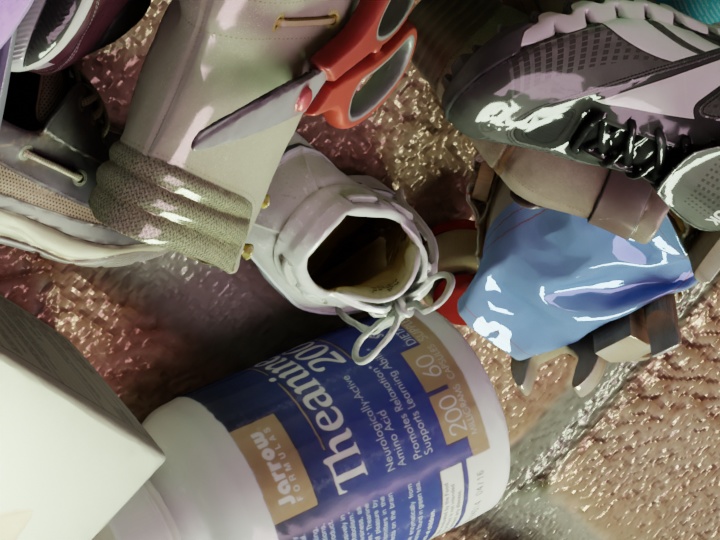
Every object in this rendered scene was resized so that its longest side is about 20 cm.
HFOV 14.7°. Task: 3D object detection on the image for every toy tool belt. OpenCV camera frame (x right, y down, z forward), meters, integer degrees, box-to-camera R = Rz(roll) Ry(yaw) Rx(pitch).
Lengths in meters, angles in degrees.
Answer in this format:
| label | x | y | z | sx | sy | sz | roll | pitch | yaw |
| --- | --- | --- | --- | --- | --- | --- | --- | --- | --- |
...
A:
| label | x | y | z | sx | sy | sz | roll | pitch | yaw |
| --- | --- | --- | --- | --- | --- | --- | --- | --- | --- |
| toy tool belt | 0.098 | -0.005 | 1.297 | 0.125 | 0.123 | 0.200 | 31 | 131 | -29 |

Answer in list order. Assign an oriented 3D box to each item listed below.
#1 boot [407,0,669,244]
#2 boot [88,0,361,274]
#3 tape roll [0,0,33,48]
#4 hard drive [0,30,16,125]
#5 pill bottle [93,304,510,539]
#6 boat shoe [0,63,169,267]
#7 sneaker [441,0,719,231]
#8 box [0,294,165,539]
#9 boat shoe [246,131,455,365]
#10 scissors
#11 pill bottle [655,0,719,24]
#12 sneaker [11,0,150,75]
| label | x | y | z | sx | sy | sz | roll | pitch | yaw |
| --- | --- | --- | --- | --- | --- | --- | --- | --- | --- |
| boot | 0.113 | -0.098 | 1.216 | 0.200 | 0.146 | 0.070 | -46 | 168 | -34 |
| boot | -0.041 | -0.078 | 1.127 | 0.155 | 0.072 | 0.200 | -70 | 165 | 6 |
| tape roll | -0.196 | -0.141 | 0.890 | 0.199 | 0.085 | 0.201 | -7 | 113 | -17 |
| hard drive | -0.201 | -0.026 | 1.012 | 0.042 | 0.134 | 0.201 | -26 | 135 | -76 |
| pill bottle | -0.038 | 0.099 | 1.321 | 0.199 | 0.111 | 0.111 | -23 | 138 | -25 |
| boat shoe | -0.131 | -0.050 | 1.119 | 0.199 | 0.074 | 0.074 | 2 | 120 | -50 |
| sneaker | 0.127 | -0.058 | 1.111 | 0.199 | 0.091 | 0.067 | -2 | 147 | -32 |
| box | -0.176 | 0.046 | 1.149 | 0.078 | 0.095 | 0.200 | -47 | 143 | 3 |
| boat shoe | 0.003 | -0.004 | 1.260 | 0.075 | 0.086 | 0.202 | -48 | 159 | -1 |
| scissors | -0.020 | -0.063 | 1.065 | 0.200 | 0.014 | 0.073 | -49 | 159 | -51 |
| pill bottle | 0.201 | -0.143 | 1.259 | 0.111 | 0.111 | 0.200 | -32 | -179 | -20 |
| sneaker | -0.093 | -0.163 | 1.071 | 0.201 | 0.075 | 0.116 | -61 | 171 | -2 |
